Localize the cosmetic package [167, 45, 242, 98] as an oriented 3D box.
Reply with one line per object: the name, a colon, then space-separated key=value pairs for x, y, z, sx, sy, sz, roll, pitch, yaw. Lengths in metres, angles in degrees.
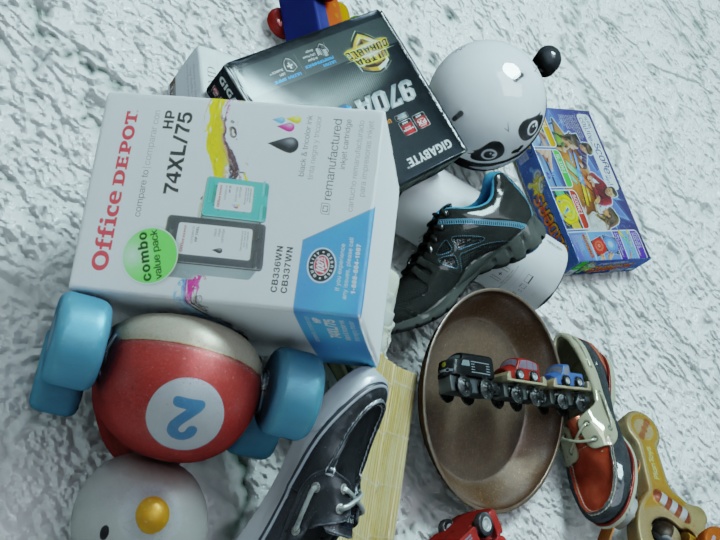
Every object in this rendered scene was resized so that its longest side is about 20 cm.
cosmetic package: x=-0.074 y=-0.126 z=1.002 sx=0.198 sy=0.074 sz=0.103 roll=10 pitch=58 yaw=-34

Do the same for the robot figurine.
robot figurine: x=0.129 y=-0.165 z=1.111 sx=0.123 sy=0.200 sz=0.153 roll=14 pitch=92 yaw=4

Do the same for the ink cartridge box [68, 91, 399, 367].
ink cartridge box: x=-0.081 y=-0.026 z=0.776 sx=0.197 sy=0.146 sz=0.149 roll=5 pitch=73 yaw=8

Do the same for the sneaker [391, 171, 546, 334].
sneaker: x=0.076 y=-0.014 z=1.006 sx=0.199 sy=0.073 sz=0.083 roll=-36 pitch=104 yaw=-15

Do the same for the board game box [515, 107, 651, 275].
board game box: x=0.250 y=-0.095 z=1.257 sx=0.134 sy=0.034 sz=0.202 roll=-2 pitch=66 yaw=-39

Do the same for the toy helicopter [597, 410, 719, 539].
toy helicopter: x=0.288 y=0.229 z=1.083 sx=0.131 sy=0.079 sz=0.202 roll=13 pitch=46 yaw=-20

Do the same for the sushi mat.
sushi mat: x=0.010 y=0.169 z=0.869 sx=0.096 sy=0.012 sz=0.203 roll=39 pitch=55 yaw=-56

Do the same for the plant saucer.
plant saucer: x=0.114 y=0.119 z=0.991 sx=0.199 sy=0.036 sz=0.204 roll=7 pitch=80 yaw=-43

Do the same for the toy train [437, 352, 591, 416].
toy train: x=0.142 y=0.101 z=0.974 sx=0.198 sy=0.034 sz=0.046 roll=13 pitch=64 yaw=-41

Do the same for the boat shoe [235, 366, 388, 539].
boat shoe: x=-0.028 y=0.169 z=0.788 sx=0.067 sy=0.201 sz=0.072 roll=31 pitch=-3 yaw=33

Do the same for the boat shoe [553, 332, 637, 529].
boat shoe: x=0.221 y=0.153 z=1.058 sx=0.062 sy=0.071 sz=0.202 roll=36 pitch=40 yaw=-35

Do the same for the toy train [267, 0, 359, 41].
toy train: x=-0.031 y=-0.264 z=1.117 sx=0.115 sy=0.084 sz=0.203 roll=14 pitch=56 yaw=-43

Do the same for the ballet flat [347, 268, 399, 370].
ballet flat: x=0.000 y=0.000 z=0.951 sx=0.071 sy=0.072 sz=0.202 roll=17 pitch=39 yaw=-29

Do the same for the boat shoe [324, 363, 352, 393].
boat shoe: x=-0.052 y=0.052 z=0.919 sx=0.075 sy=0.060 sz=0.202 roll=-18 pitch=76 yaw=-42

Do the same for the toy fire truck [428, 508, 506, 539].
toy fire truck: x=0.072 y=0.295 z=0.868 sx=0.199 sy=0.048 sz=0.143 roll=-24 pitch=93 yaw=-52

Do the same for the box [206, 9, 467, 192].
box: x=-0.017 y=-0.133 z=0.961 sx=0.199 sy=0.046 sz=0.160 roll=-28 pitch=85 yaw=-39

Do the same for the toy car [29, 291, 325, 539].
toy car: x=-0.141 y=0.144 z=0.735 sx=0.182 sy=0.177 sz=0.203 roll=15 pitch=68 yaw=-17

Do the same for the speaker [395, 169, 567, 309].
speaker: x=0.108 y=-0.039 z=1.082 sx=0.198 sy=0.081 sz=0.082 roll=29 pitch=50 yaw=-19
